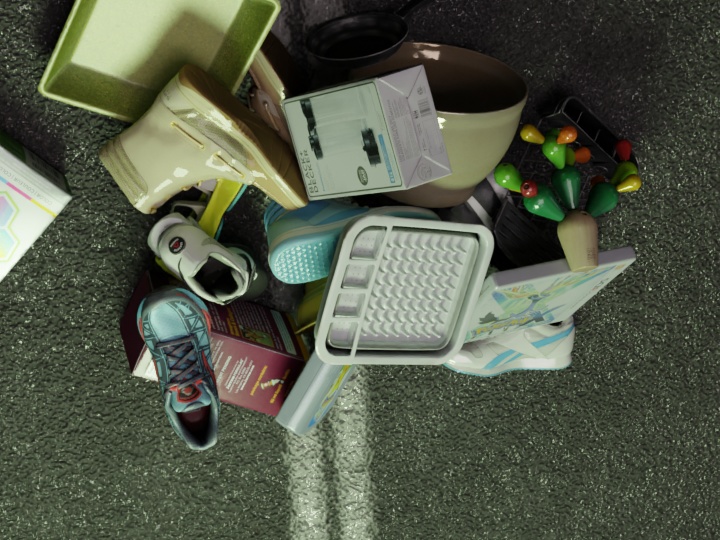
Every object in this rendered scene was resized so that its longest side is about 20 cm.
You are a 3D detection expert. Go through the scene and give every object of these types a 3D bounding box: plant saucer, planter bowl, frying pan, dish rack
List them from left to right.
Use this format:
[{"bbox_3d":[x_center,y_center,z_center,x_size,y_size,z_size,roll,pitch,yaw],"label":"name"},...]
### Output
[{"bbox_3d":[-0.213,-0.246,1.529,0.198,0.048,0.200,16,127,-25],"label":"plant saucer"},{"bbox_3d":[0.000,0.000,1.709,0.199,0.200,0.084,-22,85,-7],"label":"planter bowl"},{"bbox_3d":[0.014,-0.270,1.608,0.190,0.114,0.031,-49,139,-44],"label":"frying pan"},{"bbox_3d":[0.041,0.018,1.582,0.199,0.044,0.173,3,112,-34],"label":"dish rack"},{"bbox_3d":[0.077,-0.153,1.612,0.198,0.201,0.136,-3,120,-18],"label":"planter bowl"},{"bbox_3d":[0.241,-0.088,1.745,0.153,0.054,0.201,36,71,-31],"label":"dish rack"}]

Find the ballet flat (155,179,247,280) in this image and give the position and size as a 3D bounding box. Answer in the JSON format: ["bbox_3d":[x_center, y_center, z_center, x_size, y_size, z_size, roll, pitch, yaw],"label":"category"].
[{"bbox_3d":[-0.174,-0.078,1.647,0.067,0.067,0.201,23,109,-17],"label":"ballet flat"}]

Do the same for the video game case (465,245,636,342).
[{"bbox_3d":[0.201,0.033,1.722,0.198,0.022,0.182,-11,159,-27],"label":"video game case"}]

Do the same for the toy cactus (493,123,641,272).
[{"bbox_3d":[0.245,-0.084,1.642,0.199,0.102,0.167,-2,77,-41],"label":"toy cactus"}]

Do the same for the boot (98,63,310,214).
[{"bbox_3d":[-0.167,-0.106,1.573,0.155,0.073,0.200,-38,117,22],"label":"boot"}]

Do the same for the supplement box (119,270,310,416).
[{"bbox_3d":[-0.170,0.086,1.705,0.199,0.111,0.086,19,111,-26],"label":"supplement box"}]

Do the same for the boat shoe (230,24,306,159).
[{"bbox_3d":[-0.094,-0.187,1.609,0.064,0.071,0.201,-24,112,20],"label":"boat shoe"}]

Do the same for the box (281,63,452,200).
[{"bbox_3d":[0.003,-0.138,1.499,0.060,0.199,0.118,-21,101,-29],"label":"box"}]

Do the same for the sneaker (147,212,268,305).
[{"bbox_3d":[-0.153,0.009,1.620,0.074,0.089,0.200,-50,148,7],"label":"sneaker"}]

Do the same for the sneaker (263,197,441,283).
[{"bbox_3d":[-0.016,-0.061,1.630,0.198,0.131,0.080,-9,129,-12],"label":"sneaker"}]

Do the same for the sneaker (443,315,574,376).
[{"bbox_3d":[0.180,0.084,1.853,0.198,0.076,0.082,-5,112,-24],"label":"sneaker"}]

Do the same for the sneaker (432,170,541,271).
[{"bbox_3d":[0.151,-0.027,1.786,0.111,0.073,0.201,-28,114,1],"label":"sneaker"}]

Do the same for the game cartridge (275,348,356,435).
[{"bbox_3d":[-0.041,0.127,1.728,0.040,0.200,0.134,35,101,7],"label":"game cartridge"}]

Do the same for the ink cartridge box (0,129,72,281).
[{"bbox_3d":[-0.416,-0.046,1.579,0.200,0.059,0.104,-47,121,9],"label":"ink cartridge box"}]

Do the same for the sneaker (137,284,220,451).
[{"bbox_3d":[-0.186,0.109,1.589,0.079,0.096,0.201,-18,123,-7],"label":"sneaker"}]
